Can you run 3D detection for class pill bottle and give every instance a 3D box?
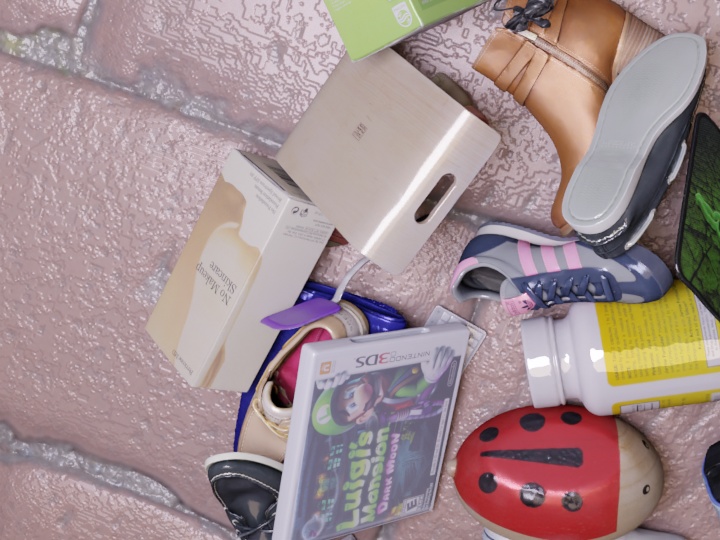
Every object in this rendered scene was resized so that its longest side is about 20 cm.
[{"bbox_3d":[0.247,0.069,0.958,0.199,0.111,0.112,-9,101,10],"label":"pill bottle"}]

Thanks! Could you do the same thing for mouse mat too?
[{"bbox_3d":[0.314,-0.014,0.882,0.008,0.161,0.200,-12,140,42],"label":"mouse mat"}]

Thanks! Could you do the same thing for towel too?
[{"bbox_3d":[-0.041,0.113,1.043,0.147,0.050,0.201,19,106,19],"label":"towel"}]

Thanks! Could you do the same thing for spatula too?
[{"bbox_3d":[0.000,0.000,0.976,0.200,0.056,0.021,-37,114,-17],"label":"spatula"}]

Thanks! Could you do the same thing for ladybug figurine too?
[{"bbox_3d":[0.177,0.182,0.988,0.199,0.072,0.136,-3,62,10],"label":"ladybug figurine"}]

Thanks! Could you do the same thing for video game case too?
[{"bbox_3d":[0.012,0.150,0.987,0.023,0.181,0.201,32,119,47],"label":"video game case"}]

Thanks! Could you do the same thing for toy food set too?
[{"bbox_3d":[0.018,-0.107,0.927,0.060,0.200,0.144,25,107,-44],"label":"toy food set"}]

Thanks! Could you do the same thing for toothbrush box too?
[{"bbox_3d":[0.020,-0.293,0.883,0.086,0.146,0.201,-16,103,44],"label":"toothbrush box"}]

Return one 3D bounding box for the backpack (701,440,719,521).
[{"bbox_3d":[0.410,0.198,0.928,0.199,0.183,0.147,-21,98,18],"label":"backpack"}]

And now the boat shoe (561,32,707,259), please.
[{"bbox_3d":[0.229,-0.103,0.880,0.200,0.075,0.060,-56,134,-11],"label":"boat shoe"}]

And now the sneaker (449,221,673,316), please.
[{"bbox_3d":[0.167,0.013,0.928,0.200,0.082,0.070,8,139,44],"label":"sneaker"}]

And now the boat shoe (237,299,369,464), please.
[{"bbox_3d":[-0.067,0.115,0.989,0.074,0.069,0.200,34,110,13],"label":"boat shoe"}]

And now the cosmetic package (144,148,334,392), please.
[{"bbox_3d":[-0.111,0.002,0.995,0.105,0.071,0.200,40,109,40],"label":"cosmetic package"}]

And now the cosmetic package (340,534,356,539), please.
[{"bbox_3d":[-0.049,0.387,1.107,0.200,0.052,0.151,-34,99,14],"label":"cosmetic package"}]

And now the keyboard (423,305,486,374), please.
[{"bbox_3d":[0.049,0.129,1.054,0.056,0.011,0.200,31,105,1],"label":"keyboard"}]

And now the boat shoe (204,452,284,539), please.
[{"bbox_3d":[-0.086,0.235,1.011,0.074,0.066,0.200,-10,144,14],"label":"boat shoe"}]

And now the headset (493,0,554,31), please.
[{"bbox_3d":[0.168,-0.286,0.880,0.123,0.094,0.201,27,83,-10],"label":"headset"}]

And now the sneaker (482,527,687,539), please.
[{"bbox_3d":[0.216,0.249,1.024,0.199,0.073,0.071,4,106,8],"label":"sneaker"}]

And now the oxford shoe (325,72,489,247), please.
[{"bbox_3d":[0.026,-0.097,0.989,0.200,0.071,0.074,-38,64,19],"label":"oxford shoe"}]

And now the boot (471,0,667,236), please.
[{"bbox_3d":[0.167,-0.146,0.945,0.154,0.074,0.201,24,93,1],"label":"boot"}]
